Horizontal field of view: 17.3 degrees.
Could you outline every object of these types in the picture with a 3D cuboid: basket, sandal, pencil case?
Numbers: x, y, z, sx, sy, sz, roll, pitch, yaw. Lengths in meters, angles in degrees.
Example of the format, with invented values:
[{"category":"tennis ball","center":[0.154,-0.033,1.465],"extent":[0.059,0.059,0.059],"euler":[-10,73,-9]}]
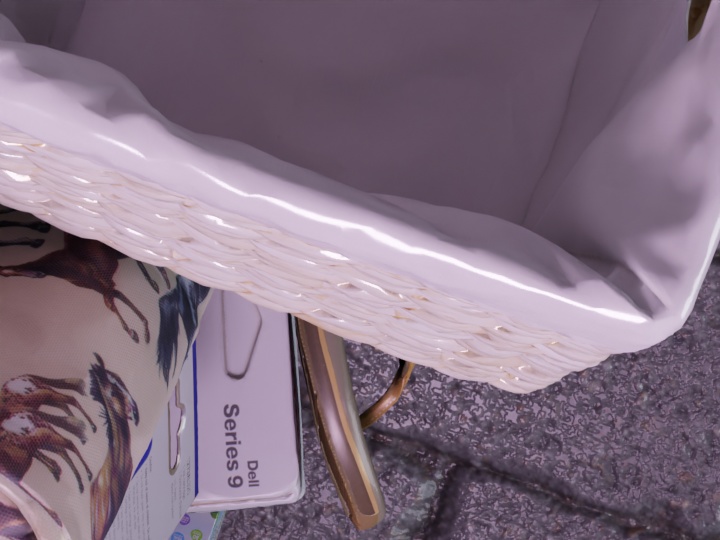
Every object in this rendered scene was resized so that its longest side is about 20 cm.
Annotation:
[{"category":"basket","center":[0.005,-0.092,0.599],"extent":[0.161,0.199,0.199],"euler":[117,-8,-79]},{"category":"sandal","center":[0.000,0.000,0.916],"extent":[0.080,0.054,0.201],"euler":[126,-41,-87]},{"category":"pencil case","center":[-0.096,0.022,0.682],"extent":[0.200,0.089,0.078],"euler":[-71,152,-52]}]

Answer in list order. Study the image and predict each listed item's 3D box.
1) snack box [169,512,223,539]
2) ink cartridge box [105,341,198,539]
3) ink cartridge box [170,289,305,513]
[{"category":"snack box","center":[-0.185,0.292,2.582],"extent":[0.200,0.053,0.143],"euler":[105,2,-78]},{"category":"ink cartridge box","center":[-0.103,0.094,0.732],"extent":[0.200,0.037,0.095],"euler":[-55,154,-48]},{"category":"ink cartridge box","center":[-0.069,0.028,0.994],"extent":[0.200,0.083,0.147],"euler":[100,-15,-84]}]
